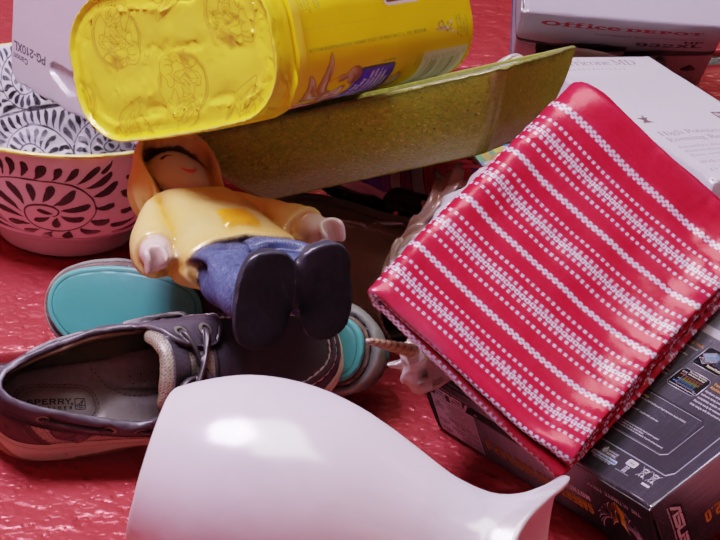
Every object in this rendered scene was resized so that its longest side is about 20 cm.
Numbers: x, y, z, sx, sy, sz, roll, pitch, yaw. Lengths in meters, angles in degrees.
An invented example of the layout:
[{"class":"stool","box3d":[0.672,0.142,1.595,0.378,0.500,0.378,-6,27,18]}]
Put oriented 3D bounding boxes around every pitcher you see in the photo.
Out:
[{"class":"pitcher","box3d":[-0.015,0.140,1.422,0.199,0.122,0.172,17,41,4]}]

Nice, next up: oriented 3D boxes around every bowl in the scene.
[{"class":"bowl","box3d":[-0.184,-0.069,1.864,0.199,0.095,0.201,2,24,-1]}]

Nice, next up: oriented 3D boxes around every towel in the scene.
[{"class":"towel","box3d":[0.113,-0.001,1.570,0.145,0.023,0.200,43,57,4]}]

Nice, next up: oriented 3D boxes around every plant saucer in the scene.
[{"class":"plant saucer","box3d":[0.020,-0.085,1.760,0.199,0.048,0.200,-11,5,18]}]

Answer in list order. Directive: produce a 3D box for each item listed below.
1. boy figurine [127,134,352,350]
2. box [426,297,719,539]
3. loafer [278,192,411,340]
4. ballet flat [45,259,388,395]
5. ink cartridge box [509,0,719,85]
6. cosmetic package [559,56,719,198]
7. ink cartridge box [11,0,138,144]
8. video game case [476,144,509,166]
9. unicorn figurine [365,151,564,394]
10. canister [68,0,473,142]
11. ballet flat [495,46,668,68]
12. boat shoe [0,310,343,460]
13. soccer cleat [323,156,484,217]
[{"class":"boy figurine","box3d":[-0.071,-0.021,1.627,0.124,0.065,0.200,-7,26,-23]},{"class":"box","box3d":[0.153,0.063,1.607,0.158,0.049,0.200,-36,39,-22]},{"class":"loafer","box3d":[0.000,0.000,1.758,0.199,0.076,0.067,2,18,-3]},{"class":"ballet flat","box3d":[-0.081,0.038,1.684,0.199,0.068,0.064,9,-2,12]},{"class":"ink cartridge box","box3d":[0.181,-0.193,2.086,0.144,0.084,0.200,5,-8,1]},{"class":"cosmetic package","box3d":[0.197,-0.071,1.900,0.101,0.074,0.200,-4,29,-34]},{"class":"ink cartridge box","box3d":[-0.100,-0.156,1.850,0.199,0.085,0.145,-16,29,-35]},{"class":"video game case","box3d":[0.127,-0.038,1.926,0.142,0.018,0.200,0,25,-8]},{"class":"unicorn figurine","box3d":[0.060,0.005,1.627,0.137,0.074,0.200,-44,11,-3]},{"class":"canister","box3d":[-0.046,-0.132,1.679,0.148,0.087,0.200,-7,5,37]},{"class":"ballet flat","box3d":[0.124,-0.122,2.046,0.199,0.064,0.067,-4,-1,-18]},{"class":"boat shoe","box3d":[-0.105,0.058,1.593,0.199,0.072,0.065,-8,-15,-7]},{"class":"soccer cleat","box3d":[0.039,-0.066,1.864,0.068,0.074,0.200,25,-4,-37]}]
